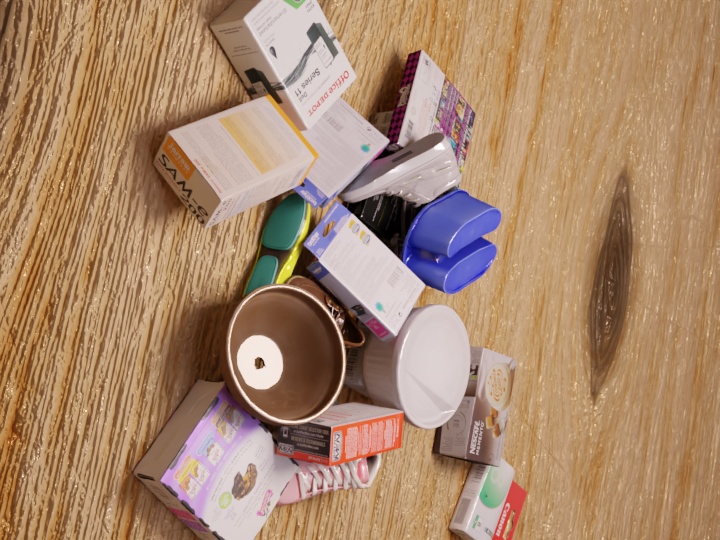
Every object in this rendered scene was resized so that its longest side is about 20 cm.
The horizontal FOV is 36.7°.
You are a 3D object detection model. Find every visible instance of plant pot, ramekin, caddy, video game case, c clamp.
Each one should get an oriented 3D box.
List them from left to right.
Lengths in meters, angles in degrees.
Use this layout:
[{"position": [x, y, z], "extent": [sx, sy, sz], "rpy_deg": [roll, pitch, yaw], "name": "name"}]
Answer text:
[{"position": [-0.126, 0.127, 1.563], "extent": [0.200, 0.092, 0.203], "rpy_deg": [12, 69, -33], "name": "plant pot"}, {"position": [0.087, 0.154, 1.776], "extent": [0.202, 0.094, 0.204], "rpy_deg": [-4, 95, -50], "name": "ramekin"}, {"position": [0.112, -0.062, 1.846], "extent": [0.199, 0.027, 0.173], "rpy_deg": [0, 89, -51], "name": "c clamp"}, {"position": [0.121, -0.239, 1.836], "extent": [0.181, 0.036, 0.201], "rpy_deg": [41, 52, -40], "name": "video game case"}, {"position": [0.144, -0.050, 1.785], "extent": [0.199, 0.104, 0.142], "rpy_deg": [-29, 133, -45], "name": "caddy"}]

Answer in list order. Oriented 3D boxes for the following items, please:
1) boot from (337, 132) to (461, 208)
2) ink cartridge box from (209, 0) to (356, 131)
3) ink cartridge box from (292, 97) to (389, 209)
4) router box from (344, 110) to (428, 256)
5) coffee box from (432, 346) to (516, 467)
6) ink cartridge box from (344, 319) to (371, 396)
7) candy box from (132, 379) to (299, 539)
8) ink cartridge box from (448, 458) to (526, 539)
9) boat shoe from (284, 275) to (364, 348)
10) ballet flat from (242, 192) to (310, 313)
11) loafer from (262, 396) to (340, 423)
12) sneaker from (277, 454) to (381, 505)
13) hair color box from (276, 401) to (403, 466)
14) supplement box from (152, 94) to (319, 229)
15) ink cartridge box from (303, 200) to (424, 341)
[{"position": [0.065, -0.134, 1.727], "extent": [0.199, 0.074, 0.096], "rpy_deg": [-25, 120, 3], "name": "boot"}, {"position": [-0.111, -0.326, 1.626], "extent": [0.147, 0.083, 0.201], "rpy_deg": [-52, 126, -31], "name": "ink cartridge box"}, {"position": [-0.058, -0.179, 1.677], "extent": [0.119, 0.042, 0.200], "rpy_deg": [41, 52, 3], "name": "ink cartridge box"}, {"position": [0.057, -0.144, 1.829], "extent": [0.149, 0.051, 0.201], "rpy_deg": [35, 66, -43], "name": "router box"}, {"position": [0.210, 0.247, 1.980], "extent": [0.114, 0.079, 0.202], "rpy_deg": [22, 75, -44], "name": "coffee box"}, {"position": [0.058, 0.147, 1.851], "extent": [0.200, 0.047, 0.161], "rpy_deg": [36, 65, -47], "name": "ink cartridge box"}, {"position": [-0.202, 0.286, 1.555], "extent": [0.200, 0.071, 0.168], "rpy_deg": [54, 55, -32], "name": "candy box"}, {"position": [0.261, 0.457, 2.065], "extent": [0.200, 0.050, 0.162], "rpy_deg": [41, 62, -37], "name": "ink cartridge box"}, {"position": [-0.054, 0.067, 1.678], "extent": [0.200, 0.067, 0.072], "rpy_deg": [45, 64, -53], "name": "boat shoe"}, {"position": [-0.123, -0.019, 1.646], "extent": [0.201, 0.066, 0.067], "rpy_deg": [-69, 154, -16], "name": "ballet flat"}, {"position": [-0.092, 0.218, 1.674], "extent": [0.199, 0.063, 0.073], "rpy_deg": [15, 80, -46], "name": "loafer"}, {"position": [-0.050, 0.313, 1.693], "extent": [0.199, 0.104, 0.076], "rpy_deg": [-18, 106, -44], "name": "sneaker"}, {"position": [-0.028, 0.244, 1.635], "extent": [0.199, 0.101, 0.062], "rpy_deg": [1, 94, -56], "name": "hair color box"}, {"position": [-0.174, -0.156, 1.534], "extent": [0.199, 0.074, 0.126], "rpy_deg": [-29, 75, -42], "name": "supplement box"}, {"position": [0.000, 0.000, 1.681], "extent": [0.200, 0.042, 0.120], "rpy_deg": [45, 48, -13], "name": "ink cartridge box"}]
